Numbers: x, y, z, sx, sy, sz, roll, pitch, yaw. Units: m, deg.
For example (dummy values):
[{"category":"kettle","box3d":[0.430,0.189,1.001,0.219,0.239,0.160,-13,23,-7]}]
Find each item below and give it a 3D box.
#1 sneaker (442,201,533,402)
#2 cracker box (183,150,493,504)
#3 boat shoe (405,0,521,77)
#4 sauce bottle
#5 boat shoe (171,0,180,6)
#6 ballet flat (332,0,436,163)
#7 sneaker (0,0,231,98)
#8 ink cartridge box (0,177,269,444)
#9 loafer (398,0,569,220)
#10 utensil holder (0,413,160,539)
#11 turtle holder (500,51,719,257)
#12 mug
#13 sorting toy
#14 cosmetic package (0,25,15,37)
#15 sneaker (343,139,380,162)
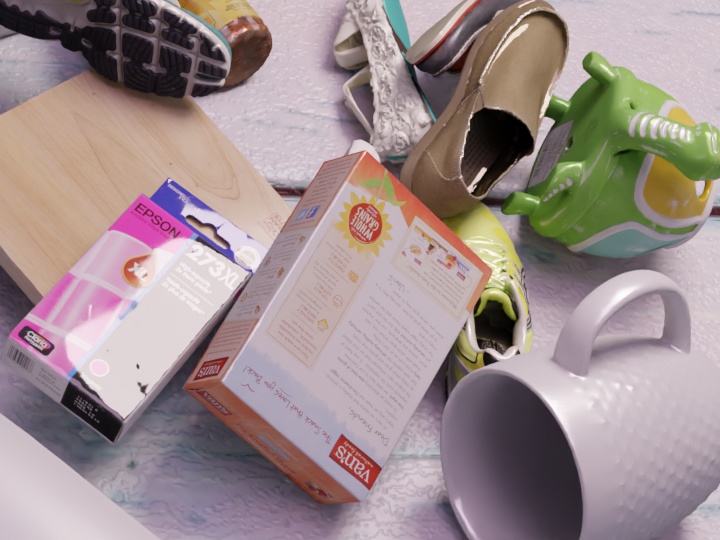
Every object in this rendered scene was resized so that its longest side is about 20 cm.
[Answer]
[{"category":"sneaker","box3d":[0.096,0.020,1.536,0.075,0.077,0.201,2,49,-13]},{"category":"cracker box","box3d":[-0.012,0.039,1.433,0.134,0.058,0.200,43,62,-22]},{"category":"boat shoe","box3d":[0.092,-0.182,1.672,0.063,0.071,0.200,54,24,-4]},{"category":"sauce bottle","box3d":[-0.148,-0.231,1.677,0.066,0.066,0.200,-24,60,-31]},{"category":"boat shoe","box3d":[-0.192,-0.202,1.638,0.072,0.060,0.200,-30,63,-20]},{"category":"ballet flat","box3d":[0.012,-0.165,1.672,0.071,0.072,0.201,-2,51,-18]},{"category":"sneaker","box3d":[-0.176,-0.192,1.518,0.199,0.078,0.080,27,40,9]},{"category":"ink cartridge box","box3d":[-0.142,0.016,1.409,0.095,0.037,0.200,35,50,4]},{"category":"loafer","box3d":[0.106,-0.116,1.577,0.076,0.067,0.201,43,69,-34]},{"category":"utensil holder","box3d":[-0.213,0.185,1.250,0.200,0.170,0.170,37,51,17]},{"category":"turtle holder","box3d":[0.204,-0.085,1.587,0.131,0.186,0.141,26,45,-14]},{"category":"mug","box3d":[0.168,0.093,1.420,0.175,0.201,0.147,-15,33,-35]},{"category":"sorting toy","box3d":[-0.173,-0.032,1.494,0.198,0.070,0.200,-33,74,-35]},{"category":"cosmetic package","box3d":[-0.367,-0.261,1.596,0.199,0.123,0.200,-26,63,-31]},{"category":"sneaker","box3d":[0.000,0.000,1.537,0.088,0.075,0.201,21,56,-13]}]
